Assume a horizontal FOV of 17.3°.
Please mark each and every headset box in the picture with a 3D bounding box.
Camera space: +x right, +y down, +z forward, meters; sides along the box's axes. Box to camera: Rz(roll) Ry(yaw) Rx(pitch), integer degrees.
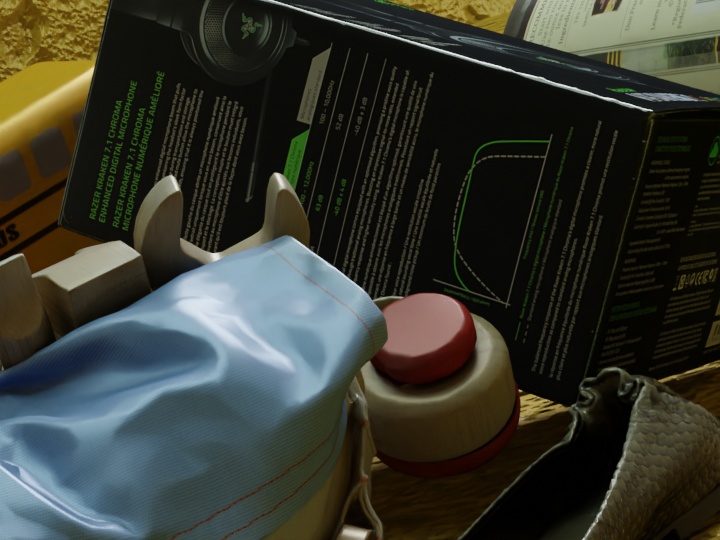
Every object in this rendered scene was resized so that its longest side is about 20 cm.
[{"bbox_3d":[0.022,-0.035,0.787,0.199,0.093,0.174,18,10,24],"label":"headset box"}]

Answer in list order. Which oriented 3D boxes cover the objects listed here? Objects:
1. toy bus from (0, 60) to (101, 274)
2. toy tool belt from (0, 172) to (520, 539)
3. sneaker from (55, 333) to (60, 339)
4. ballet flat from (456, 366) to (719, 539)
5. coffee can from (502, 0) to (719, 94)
[{"bbox_3d":[-0.137,-0.018,0.884,0.065,0.079,0.200,3,31,47],"label":"toy bus"},{"bbox_3d":[-0.043,0.039,0.603,0.200,0.123,0.125,-34,43,-25],"label":"toy tool belt"},{"bbox_3d":[-0.079,-0.002,1.018,0.200,0.116,0.074,-29,45,-32],"label":"sneaker"},{"bbox_3d":[0.045,0.070,0.610,0.067,0.047,0.200,-12,10,34],"label":"ballet flat"},{"bbox_3d":[0.168,-0.078,0.960,0.146,0.147,0.200,-22,10,-27],"label":"coffee can"}]
